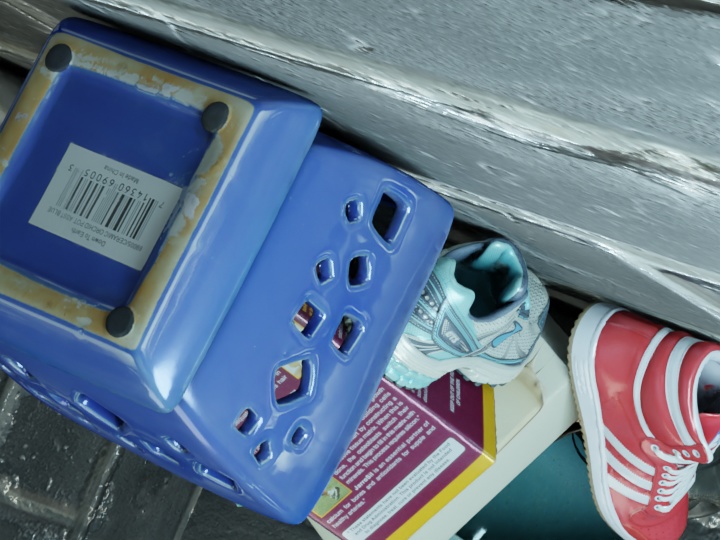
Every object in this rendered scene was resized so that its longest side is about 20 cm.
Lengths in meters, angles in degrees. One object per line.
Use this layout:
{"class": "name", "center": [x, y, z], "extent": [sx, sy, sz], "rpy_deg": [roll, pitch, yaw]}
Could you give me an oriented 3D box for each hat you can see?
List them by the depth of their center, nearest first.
{"class": "hat", "center": [0.210, 0.136, 1.789], "extent": [0.200, 0.081, 0.201], "rpy_deg": [-8, 178, 0]}

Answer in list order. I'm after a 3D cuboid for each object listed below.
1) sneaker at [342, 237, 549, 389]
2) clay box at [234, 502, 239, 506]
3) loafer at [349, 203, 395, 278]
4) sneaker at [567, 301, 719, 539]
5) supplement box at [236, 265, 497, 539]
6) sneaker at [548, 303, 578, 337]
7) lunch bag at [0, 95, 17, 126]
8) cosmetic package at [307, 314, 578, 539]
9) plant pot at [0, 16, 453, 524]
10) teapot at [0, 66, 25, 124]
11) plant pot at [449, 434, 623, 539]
{"class": "sneaker", "center": [0.076, 0.020, 1.537], "extent": [0.078, 0.086, 0.200], "rpy_deg": [54, -154, 11]}
{"class": "clay box", "center": [-0.072, 0.038, 1.644], "extent": [0.047, 0.201, 0.115], "rpy_deg": [-4, -167, -15]}
{"class": "loafer", "center": [-0.010, 0.012, 1.645], "extent": [0.070, 0.068, 0.201], "rpy_deg": [45, 153, 24]}
{"class": "sneaker", "center": [0.203, 0.113, 1.623], "extent": [0.112, 0.071, 0.200], "rpy_deg": [16, 140, 37]}
{"class": "supplement box", "center": [-0.027, 0.069, 1.540], "extent": [0.200, 0.110, 0.086], "rpy_deg": [37, -155, -20]}
{"class": "sneaker", "center": [0.150, 0.073, 1.826], "extent": [0.099, 0.071, 0.200], "rpy_deg": [27, 174, 24]}
{"class": "lunch bag", "center": [-0.181, -0.039, 1.638], "extent": [0.077, 0.161, 0.200], "rpy_deg": [23, 175, 14]}
{"class": "cosmetic package", "center": [0.052, 0.103, 1.682], "extent": [0.104, 0.200, 0.073], "rpy_deg": [50, -166, 24]}
{"class": "plant pot", "center": [-0.097, -0.010, 1.346], "extent": [0.200, 0.200, 0.180], "rpy_deg": [22, 170, 31]}
{"class": "teapot", "center": [-0.278, -0.059, 1.859], "extent": [0.197, 0.201, 0.146], "rpy_deg": [9, -173, 11]}
{"class": "plant pot", "center": [0.094, 0.203, 1.851], "extent": [0.199, 0.135, 0.200], "rpy_deg": [16, -149, -10]}
